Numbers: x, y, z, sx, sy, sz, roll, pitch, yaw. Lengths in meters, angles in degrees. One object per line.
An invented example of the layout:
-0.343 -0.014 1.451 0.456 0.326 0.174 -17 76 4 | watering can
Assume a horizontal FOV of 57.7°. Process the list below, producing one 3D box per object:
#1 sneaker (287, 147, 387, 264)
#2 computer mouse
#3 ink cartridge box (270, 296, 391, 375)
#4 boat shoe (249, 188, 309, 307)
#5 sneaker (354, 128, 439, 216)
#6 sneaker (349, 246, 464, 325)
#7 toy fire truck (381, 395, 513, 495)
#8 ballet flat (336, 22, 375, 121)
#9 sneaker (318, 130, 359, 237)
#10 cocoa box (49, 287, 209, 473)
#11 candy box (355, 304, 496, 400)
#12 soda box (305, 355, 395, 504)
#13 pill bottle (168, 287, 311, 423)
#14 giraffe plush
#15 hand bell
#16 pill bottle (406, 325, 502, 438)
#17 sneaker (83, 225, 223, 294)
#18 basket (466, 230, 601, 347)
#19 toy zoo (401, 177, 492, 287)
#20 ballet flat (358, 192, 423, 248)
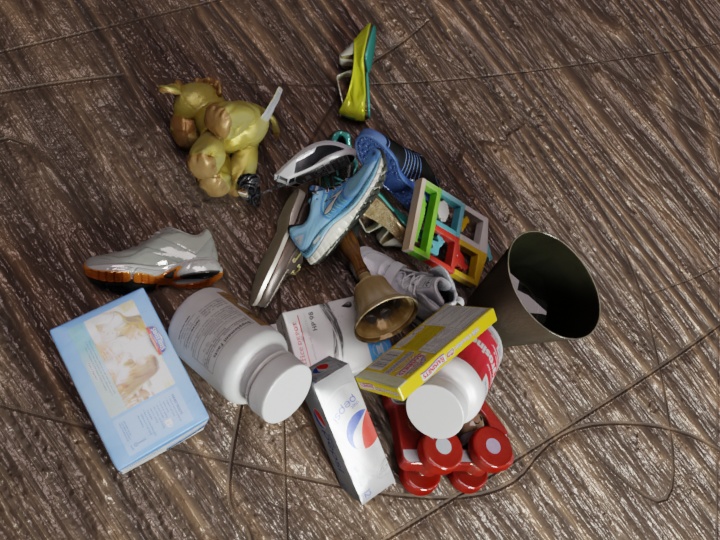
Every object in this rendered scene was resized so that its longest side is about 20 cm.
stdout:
-0.037 -0.108 0.980 0.090 0.078 0.201 41 97 3 | sneaker
-0.101 -0.162 1.031 0.197 0.110 0.044 -23 81 2 | computer mouse
-0.058 0.115 1.012 0.197 0.067 0.118 -12 77 -21 | ink cartridge box
-0.116 -0.029 1.041 0.059 0.072 0.203 28 73 -24 | boat shoe
0.067 -0.183 1.130 0.200 0.069 0.079 44 49 -32 | sneaker
0.078 0.016 1.063 0.199 0.115 0.076 37 65 -3 | sneaker
0.137 0.247 1.018 0.197 0.113 0.170 4 53 -17 | toy fire truck
-0.009 -0.366 1.196 0.066 0.067 0.203 2 72 6 | ballet flat
-0.036 -0.143 1.093 0.076 0.091 0.203 -5 74 -18 | sneaker
-0.309 0.151 0.884 0.132 0.131 0.202 -27 82 -23 | cocoa box
0.094 0.109 0.924 0.199 0.102 0.027 -34 111 -29 | candy box
-0.021 0.230 0.946 0.063 0.068 0.203 -27 105 -24 | soda box
-0.166 0.117 0.906 0.199 0.115 0.114 32 61 32 | pill bottle
-0.239 -0.236 1.038 0.161 0.173 0.202 28 75 16 | giraffe plush
0.000 0.000 1.007 0.103 0.105 0.201 -13 53 -21 | hand bell
0.139 0.156 0.974 0.112 0.112 0.200 45 33 1 | pill bottle
-0.311 -0.021 0.982 0.197 0.076 0.093 -2 65 -26 | sneaker
0.263 0.052 1.064 0.135 0.200 0.181 -36 84 -24 | basket
0.160 -0.057 1.126 0.198 0.020 0.133 27 67 -32 | toy zoo
0.040 -0.082 1.094 0.065 0.071 0.200 -42 130 11 | ballet flat
